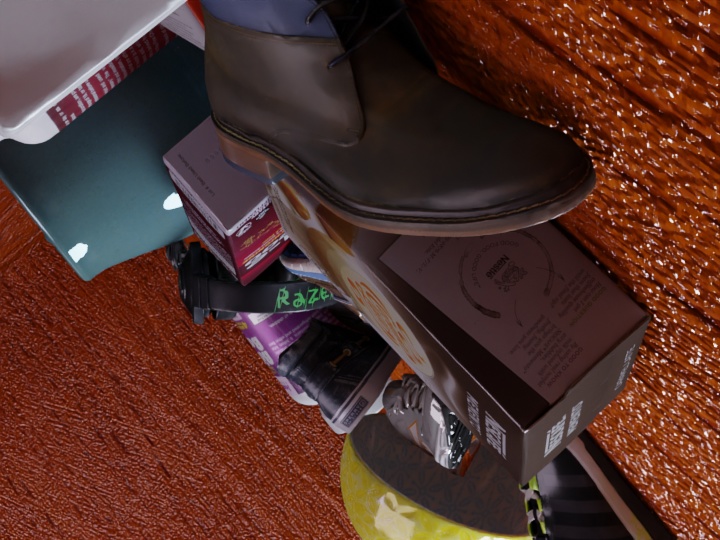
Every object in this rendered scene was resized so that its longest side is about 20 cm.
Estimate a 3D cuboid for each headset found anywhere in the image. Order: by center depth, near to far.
[{"bbox_3d":[-0.101,-0.009,0.945,0.199,0.123,0.095,10,104,48],"label":"headset"}]

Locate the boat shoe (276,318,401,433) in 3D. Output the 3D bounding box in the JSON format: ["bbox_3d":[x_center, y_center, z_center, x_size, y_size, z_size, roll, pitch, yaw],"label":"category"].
[{"bbox_3d":[-0.015,0.078,1.064,0.091,0.071,0.200,40,-168,1],"label":"boat shoe"}]

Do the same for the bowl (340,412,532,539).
[{"bbox_3d":[0.062,0.225,1.034,0.198,0.108,0.200,20,-165,-6],"label":"bowl"}]

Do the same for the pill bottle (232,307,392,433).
[{"bbox_3d":[-0.052,0.067,1.192,0.201,0.112,0.112,54,170,-10],"label":"pill bottle"}]

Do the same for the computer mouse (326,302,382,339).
[{"bbox_3d":[-0.007,0.016,0.992,0.141,0.046,0.200,54,170,-35],"label":"computer mouse"}]

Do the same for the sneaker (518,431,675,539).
[{"bbox_3d":[0.139,0.165,0.783,0.200,0.083,0.072,48,171,9],"label":"sneaker"}]

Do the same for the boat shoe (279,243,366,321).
[{"bbox_3d":[0.000,0.000,0.814,0.073,0.072,0.200,51,171,-18],"label":"boat shoe"}]

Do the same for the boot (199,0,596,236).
[{"bbox_3d":[0.000,-0.078,0.463,0.199,0.075,0.098,17,136,38],"label":"boot"}]

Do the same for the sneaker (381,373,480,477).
[{"bbox_3d":[0.055,0.117,0.953,0.091,0.076,0.200,27,164,15],"label":"sneaker"}]

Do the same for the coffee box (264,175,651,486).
[{"bbox_3d":[0.041,-0.001,0.579,0.200,0.080,0.115,46,170,22],"label":"coffee box"}]

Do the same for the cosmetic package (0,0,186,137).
[{"bbox_3d":[-0.123,-0.179,0.370,0.200,0.166,0.168,39,167,53],"label":"cosmetic package"}]

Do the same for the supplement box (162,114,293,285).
[{"bbox_3d":[-0.059,-0.059,0.737,0.061,0.109,0.200,48,172,4],"label":"supplement box"}]

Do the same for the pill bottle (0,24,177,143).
[{"bbox_3d":[-0.191,-0.152,0.700,0.113,0.200,0.113,47,171,10],"label":"pill bottle"}]

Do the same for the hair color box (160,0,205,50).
[{"bbox_3d":[-0.113,-0.204,0.554,0.101,0.061,0.200,38,166,52],"label":"hair color box"}]

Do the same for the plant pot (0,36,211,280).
[{"bbox_3d":[-0.183,-0.101,0.889,0.200,0.188,0.200,49,169,13],"label":"plant pot"}]
